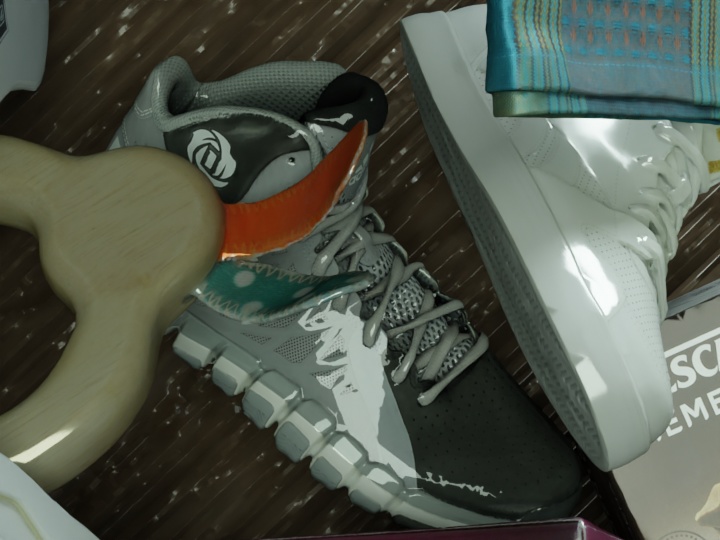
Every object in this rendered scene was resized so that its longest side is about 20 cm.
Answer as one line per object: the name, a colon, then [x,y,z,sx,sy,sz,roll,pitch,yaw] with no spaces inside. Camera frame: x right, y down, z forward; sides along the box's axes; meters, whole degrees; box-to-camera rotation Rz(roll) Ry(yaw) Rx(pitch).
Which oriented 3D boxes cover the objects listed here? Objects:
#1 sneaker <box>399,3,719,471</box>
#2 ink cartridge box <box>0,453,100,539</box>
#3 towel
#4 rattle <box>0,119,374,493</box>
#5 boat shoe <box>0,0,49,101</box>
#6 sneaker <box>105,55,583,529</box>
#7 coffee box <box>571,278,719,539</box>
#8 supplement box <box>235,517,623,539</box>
sneaker: [0.092,-0.030,0.938,0.115,0.074,0.200,-16,47,-4]
ink cartridge box: [-0.178,0.124,0.869,0.199,0.083,0.147,-26,125,30]
towel: [0.094,-0.143,0.879,0.146,0.022,0.201,-1,96,-44]
rattle: [-0.085,0.026,0.935,0.199,0.143,0.130,-20,48,-7]
boat shoe: [-0.143,-0.076,0.918,0.067,0.200,0.072,-1,114,7]
sneaker: [0.000,0.000,0.948,0.199,0.075,0.116,32,126,5]
coffee box: [0.174,0.040,0.980,0.199,0.080,0.113,-23,90,-1]
supplement box: [-0.006,0.144,0.927,0.199,0.086,0.111,-5,75,24]
